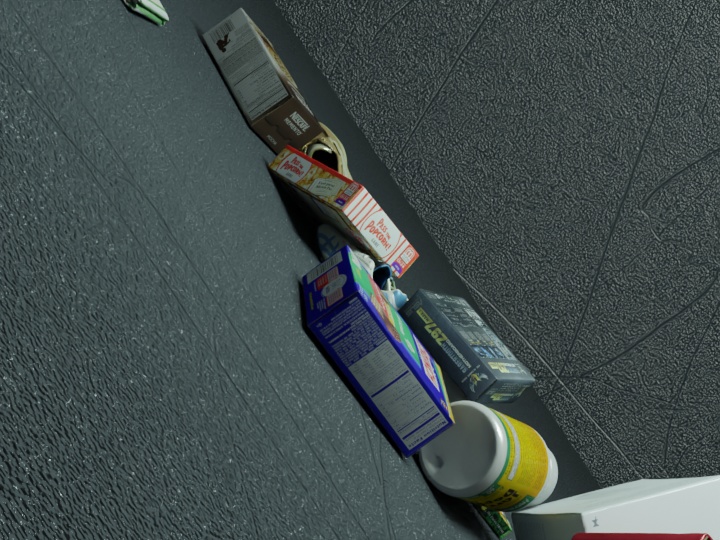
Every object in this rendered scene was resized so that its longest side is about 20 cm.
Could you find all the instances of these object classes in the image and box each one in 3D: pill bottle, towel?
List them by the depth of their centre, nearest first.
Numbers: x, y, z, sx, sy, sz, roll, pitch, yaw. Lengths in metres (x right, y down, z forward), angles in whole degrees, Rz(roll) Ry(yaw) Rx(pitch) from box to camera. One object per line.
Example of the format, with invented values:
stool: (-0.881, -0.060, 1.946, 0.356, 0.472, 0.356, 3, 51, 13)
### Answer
pill bottle: (0.162, 0.230, 1.762, 0.200, 0.113, 0.113, 29, 27, -56)
towel: (-0.321, -0.408, 1.877, 0.201, 0.023, 0.153, 55, 7, 4)

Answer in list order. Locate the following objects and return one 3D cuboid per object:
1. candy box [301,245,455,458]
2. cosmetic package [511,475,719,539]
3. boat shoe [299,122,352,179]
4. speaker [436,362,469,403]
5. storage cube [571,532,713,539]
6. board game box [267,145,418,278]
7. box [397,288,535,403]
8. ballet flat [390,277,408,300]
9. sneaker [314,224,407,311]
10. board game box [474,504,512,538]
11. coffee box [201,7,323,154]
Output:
candy box: (0.019, 0.091, 1.688, 0.201, 0.077, 0.169, 55, 7, -18)
cosmetic package: (0.319, 0.328, 1.759, 0.200, 0.198, 0.124, 149, -71, -70)
boat shoe: (-0.060, -0.180, 2.345, 0.201, 0.074, 0.066, 62, 4, 37)
speaker: (0.113, 0.174, 1.921, 0.081, 0.081, 0.200, 51, 8, -28)
storage cube: (0.294, 0.392, 1.514, 0.179, 0.200, 0.171, -11, -56, 49)
board game box: (-0.026, -0.081, 2.010, 0.200, 0.046, 0.152, 33, -13, 50)
box: (0.142, 0.103, 1.935, 0.158, 0.051, 0.200, 48, 13, 17)
ballet flat: (0.048, 0.076, 1.966, 0.074, 0.074, 0.201, 48, 11, -45)
sneaker: (0.000, 0.000, 1.951, 0.072, 0.072, 0.200, 46, 6, -48)
board game box: (0.151, 0.269, 1.971, 0.105, 0.023, 0.200, 51, 9, -21)
coffee box: (-0.148, -0.281, 2.198, 0.201, 0.080, 0.113, 60, 8, 31)
